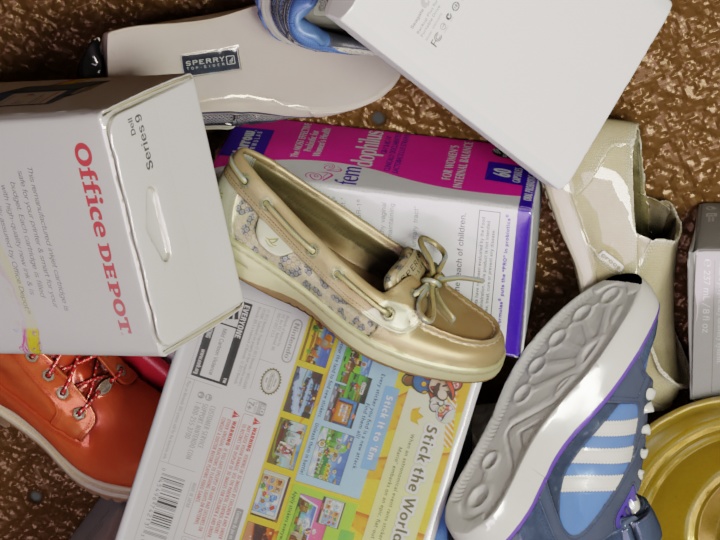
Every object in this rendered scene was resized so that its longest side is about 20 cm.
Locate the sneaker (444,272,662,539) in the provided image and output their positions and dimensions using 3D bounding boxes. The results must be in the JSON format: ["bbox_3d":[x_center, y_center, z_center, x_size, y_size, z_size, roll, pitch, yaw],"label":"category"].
[{"bbox_3d":[0.149,0.120,1.560,0.146,0.080,0.201,42,72,-28],"label":"sneaker"}]

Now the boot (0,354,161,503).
[{"bbox_3d":[-0.178,0.073,1.644,0.199,0.075,0.108,27,148,16],"label":"boot"}]

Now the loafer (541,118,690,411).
[{"bbox_3d":[0.168,-0.005,1.600,0.068,0.076,0.201,-15,111,21],"label":"loafer"}]

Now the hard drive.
[{"bbox_3d":[0.082,-0.151,1.493,0.200,0.026,0.132,34,85,-38],"label":"hard drive"}]

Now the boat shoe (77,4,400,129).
[{"bbox_3d":[-0.080,-0.123,1.593,0.198,0.093,0.075,-2,87,-17],"label":"boat shoe"}]

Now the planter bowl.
[{"bbox_3d":[0.244,0.172,1.608,0.199,0.083,0.202,1,94,17],"label":"planter bowl"}]

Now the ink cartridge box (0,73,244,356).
[{"bbox_3d":[-0.179,-0.032,1.513,0.199,0.087,0.146,0,111,39],"label":"ink cartridge box"}]

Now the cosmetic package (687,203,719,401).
[{"bbox_3d":[0.301,0.021,1.587,0.198,0.090,0.108,1,113,12],"label":"cosmetic package"}]

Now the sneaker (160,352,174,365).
[{"bbox_3d":[-0.144,-0.001,1.636,0.075,0.100,0.201,-29,109,17],"label":"sneaker"}]

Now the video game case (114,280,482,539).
[{"bbox_3d":[-0.038,0.119,1.548,0.181,0.023,0.201,17,83,2],"label":"video game case"}]

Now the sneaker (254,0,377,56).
[{"bbox_3d":[0.042,-0.153,1.525,0.198,0.085,0.078,-7,109,-9],"label":"sneaker"}]

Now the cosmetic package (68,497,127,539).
[{"bbox_3d":[-0.132,0.249,1.694,0.164,0.200,0.165,35,115,-8],"label":"cosmetic package"}]

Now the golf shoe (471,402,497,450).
[{"bbox_3d":[0.083,0.111,1.615,0.199,0.091,0.076,-16,86,-24],"label":"golf shoe"}]

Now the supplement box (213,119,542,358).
[{"bbox_3d":[0.009,-0.022,1.601,0.198,0.101,0.104,5,115,6],"label":"supplement box"}]

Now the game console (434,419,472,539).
[{"bbox_3d":[-0.019,0.151,1.566,0.175,0.031,0.202,-3,84,4],"label":"game console"}]

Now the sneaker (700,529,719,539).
[{"bbox_3d":[0.241,0.182,1.692,0.199,0.073,0.078,-18,90,12],"label":"sneaker"}]

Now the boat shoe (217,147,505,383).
[{"bbox_3d":[0.000,0.000,1.516,0.199,0.073,0.063,26,117,-2],"label":"boat shoe"}]

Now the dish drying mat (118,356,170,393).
[{"bbox_3d":[-0.121,0.087,1.695,0.200,0.018,0.077,41,154,-11],"label":"dish drying mat"}]
